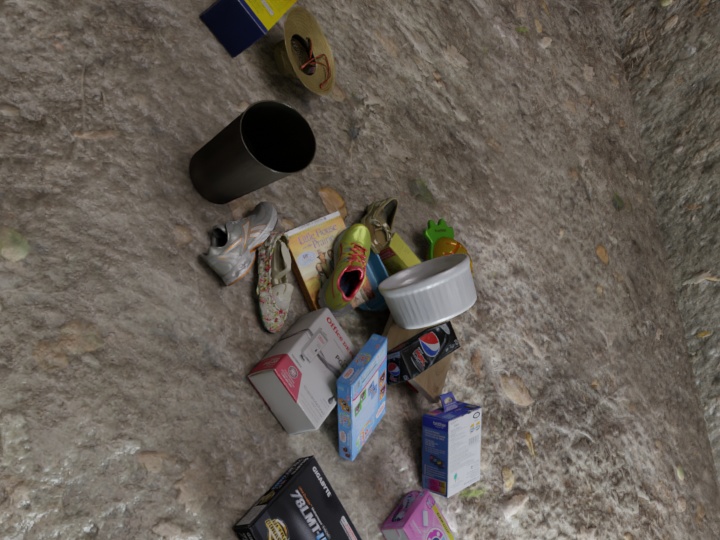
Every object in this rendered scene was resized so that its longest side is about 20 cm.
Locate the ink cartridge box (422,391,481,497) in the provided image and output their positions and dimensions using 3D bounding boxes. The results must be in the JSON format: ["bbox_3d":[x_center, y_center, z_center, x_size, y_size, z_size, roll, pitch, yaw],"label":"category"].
[{"bbox_3d":[0.200,0.370,1.612,0.136,0.076,0.201,-7,101,-50],"label":"ink cartridge box"}]

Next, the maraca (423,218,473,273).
[{"bbox_3d":[0.212,-0.031,1.819,0.137,0.107,0.201,-8,80,-49],"label":"maraca"}]

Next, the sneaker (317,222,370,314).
[{"bbox_3d":[-0.014,-0.008,1.485,0.078,0.090,0.201,26,67,-23],"label":"sneaker"}]

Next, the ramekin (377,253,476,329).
[{"bbox_3d":[0.145,0.045,1.542,0.200,0.200,0.098,-30,102,-50],"label":"ramekin"}]

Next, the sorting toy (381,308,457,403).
[{"bbox_3d":[0.114,0.164,1.656,0.199,0.069,0.201,46,46,-25],"label":"sorting toy"}]

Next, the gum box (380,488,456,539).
[{"bbox_3d":[0.131,0.558,1.508,0.113,0.066,0.201,-40,104,-48],"label":"gum box"}]

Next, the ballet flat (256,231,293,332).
[{"bbox_3d":[-0.161,0.016,1.413,0.075,0.064,0.201,17,62,-55],"label":"ballet flat"}]

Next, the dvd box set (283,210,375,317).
[{"bbox_3d":[-0.066,-0.007,1.525,0.146,0.029,0.201,-24,93,-32],"label":"dvd box set"}]

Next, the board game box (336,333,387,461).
[{"bbox_3d":[0.005,0.247,1.441,0.151,0.036,0.201,-48,145,-47],"label":"board game box"}]

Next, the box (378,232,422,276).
[{"bbox_3d":[0.108,0.006,1.714,0.200,0.075,0.050,49,44,-24],"label":"box"}]

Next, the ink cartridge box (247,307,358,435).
[{"bbox_3d":[-0.097,0.186,1.398,0.147,0.083,0.200,56,42,-14],"label":"ink cartridge box"}]

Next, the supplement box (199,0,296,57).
[{"bbox_3d":[-0.226,-0.560,1.555,0.110,0.108,0.200,49,43,-22],"label":"supplement box"}]

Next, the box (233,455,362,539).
[{"bbox_3d":[-0.103,0.467,1.302,0.198,0.050,0.201,-37,103,-48],"label":"box"}]

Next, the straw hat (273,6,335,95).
[{"bbox_3d":[-0.142,-0.468,1.628,0.201,0.085,0.202,23,63,-56],"label":"straw hat"}]

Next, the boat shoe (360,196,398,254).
[{"bbox_3d":[0.048,-0.106,1.660,0.073,0.063,0.201,55,23,-19],"label":"boat shoe"}]

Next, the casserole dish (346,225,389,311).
[{"bbox_3d":[0.000,0.000,1.623,0.121,0.039,0.201,-35,101,-50],"label":"casserole dish"}]

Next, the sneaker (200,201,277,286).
[{"bbox_3d":[-0.225,-0.071,1.378,0.092,0.076,0.201,42,45,-22],"label":"sneaker"}]

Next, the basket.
[{"bbox_3d":[-0.209,-0.206,1.351,0.180,0.199,0.137,-17,88,-49],"label":"basket"}]

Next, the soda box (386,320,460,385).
[{"bbox_3d":[0.126,0.172,1.557,0.200,0.071,0.064,-24,91,-50],"label":"soda box"}]
